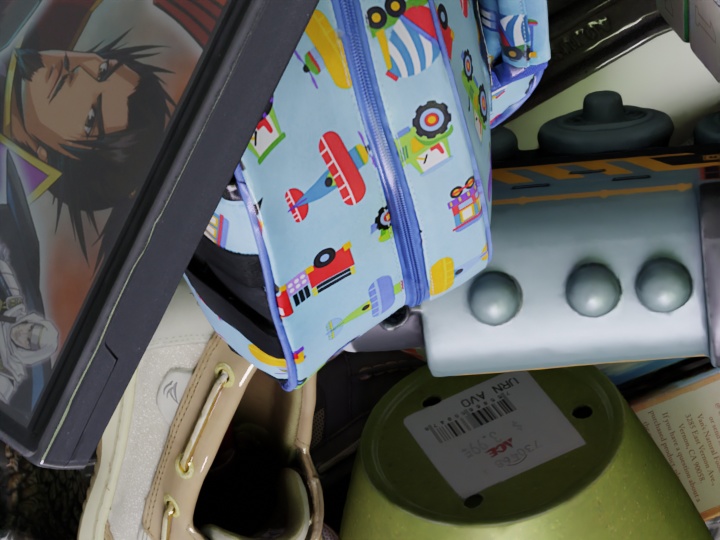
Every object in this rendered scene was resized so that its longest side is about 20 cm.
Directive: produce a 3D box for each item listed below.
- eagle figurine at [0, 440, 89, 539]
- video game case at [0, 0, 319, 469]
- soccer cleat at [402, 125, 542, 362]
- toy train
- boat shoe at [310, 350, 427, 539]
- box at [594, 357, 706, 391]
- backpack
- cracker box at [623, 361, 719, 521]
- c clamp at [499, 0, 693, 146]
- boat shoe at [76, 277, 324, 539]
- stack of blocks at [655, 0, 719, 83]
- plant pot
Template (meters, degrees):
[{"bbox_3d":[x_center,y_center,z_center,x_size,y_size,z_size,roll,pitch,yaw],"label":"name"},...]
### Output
[{"bbox_3d":[-0.113,0.101,1.029,0.151,0.152,0.200,-46,120,-13],"label":"eagle figurine"},{"bbox_3d":[-0.096,-0.080,0.707,0.025,0.180,0.200,12,108,-59],"label":"video game case"},{"bbox_3d":[0.000,0.000,0.972,0.199,0.078,0.069,-10,-174,5],"label":"soccer cleat"},{"bbox_3d":[0.081,-0.009,0.877,0.199,0.114,0.086,-3,105,7],"label":"toy train"},{"bbox_3d":[-0.014,0.098,1.124,0.074,0.073,0.200,-3,142,-19],"label":"boat shoe"},{"bbox_3d":[0.143,0.005,1.057,0.199,0.048,0.122,-22,171,4],"label":"box"},{"bbox_3d":[-0.012,-0.077,0.788,0.134,0.200,0.183,-15,143,-4],"label":"backpack"},{"bbox_3d":[0.200,0.045,1.108,0.199,0.058,0.134,-22,177,3],"label":"cracker box"},{"bbox_3d":[0.110,-0.049,1.024,0.199,0.027,0.171,-25,143,11],"label":"c clamp"},{"bbox_3d":[-0.048,0.077,0.899,0.074,0.066,0.200,-36,142,-36],"label":"boat shoe"},{"bbox_3d":[0.170,-0.087,0.848,0.115,0.200,0.059,-12,124,-11],"label":"stack of blocks"},{"bbox_3d":[0.060,0.132,0.983,0.186,0.187,0.200,-16,127,-3],"label":"plant pot"}]
